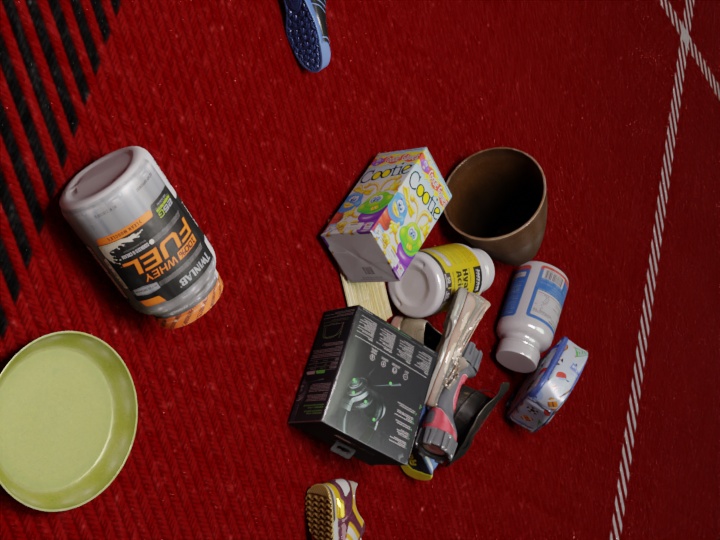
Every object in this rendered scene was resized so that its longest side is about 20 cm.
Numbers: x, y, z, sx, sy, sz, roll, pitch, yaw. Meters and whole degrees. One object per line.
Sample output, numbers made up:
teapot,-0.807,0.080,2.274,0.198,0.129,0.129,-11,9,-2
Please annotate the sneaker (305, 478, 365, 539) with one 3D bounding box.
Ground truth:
sneaker,-0.030,0.416,1.445,0.090,0.075,0.202,2,89,-46

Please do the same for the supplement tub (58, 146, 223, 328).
supplement tub,-0.252,-0.035,1.140,0.123,0.122,0.201,-57,130,-35

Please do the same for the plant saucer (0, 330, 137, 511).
plant saucer,-0.342,0.169,1.094,0.199,0.031,0.202,1,89,-51

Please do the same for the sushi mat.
sushi mat,0.000,0.000,1.542,0.095,0.012,0.201,-29,111,-48

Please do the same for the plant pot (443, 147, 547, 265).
plant pot,0.265,-0.093,1.771,0.200,0.186,0.188,53,49,-56

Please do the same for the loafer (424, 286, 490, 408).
loafer,0.152,0.127,1.533,0.072,0.062,0.201,117,-8,-78

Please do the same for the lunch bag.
lunch bag,0.359,0.219,1.863,0.075,0.200,0.161,32,62,3

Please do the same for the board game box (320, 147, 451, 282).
board game box,0.044,-0.087,1.506,0.103,0.104,0.200,58,48,-31

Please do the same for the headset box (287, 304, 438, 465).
headset box,0.006,0.182,1.450,0.174,0.092,0.201,31,64,-30

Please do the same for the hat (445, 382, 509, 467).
hat,0.179,0.253,1.696,0.201,0.081,0.201,-52,165,-19

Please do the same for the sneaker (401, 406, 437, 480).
sneaker,0.090,0.251,1.606,0.082,0.074,0.201,-43,129,-44

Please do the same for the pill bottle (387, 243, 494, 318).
pill bottle,0.145,0.012,1.647,0.199,0.111,0.112,-13,99,-51

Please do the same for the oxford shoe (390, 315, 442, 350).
oxford shoe,0.123,0.151,1.644,0.200,0.073,0.071,49,50,-40

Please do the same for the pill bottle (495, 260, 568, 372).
pill bottle,0.329,0.092,1.876,0.112,0.112,0.201,48,54,-39

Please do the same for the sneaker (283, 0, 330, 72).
sneaker,-0.074,-0.397,1.416,0.078,0.070,0.201,-32,112,-40

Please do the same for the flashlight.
flashlight,0.149,0.212,1.572,0.068,0.068,0.201,94,19,-55
